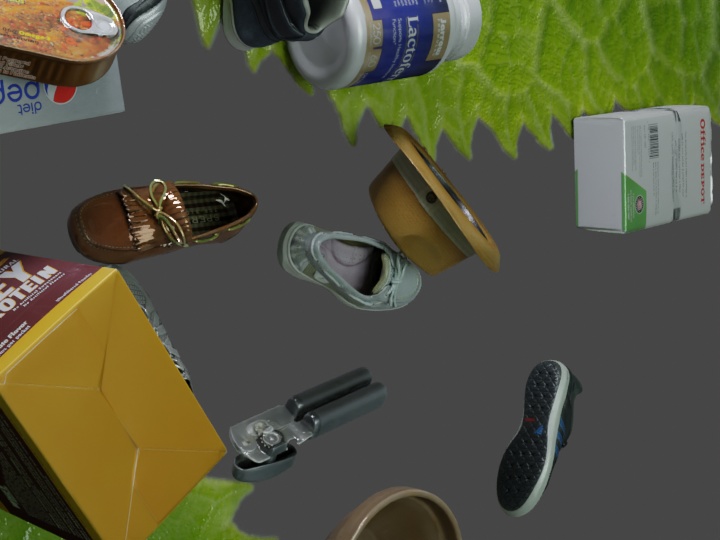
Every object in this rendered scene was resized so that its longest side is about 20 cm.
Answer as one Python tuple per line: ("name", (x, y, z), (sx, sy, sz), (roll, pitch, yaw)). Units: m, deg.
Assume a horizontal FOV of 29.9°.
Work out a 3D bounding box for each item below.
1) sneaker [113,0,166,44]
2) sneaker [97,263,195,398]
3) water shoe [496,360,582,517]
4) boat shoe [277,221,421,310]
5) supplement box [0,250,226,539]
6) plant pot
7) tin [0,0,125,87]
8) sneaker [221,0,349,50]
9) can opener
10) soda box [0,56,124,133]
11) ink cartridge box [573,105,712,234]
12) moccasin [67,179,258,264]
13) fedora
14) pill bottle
("sneaker", (-0.207, -0.315, 1.202), (0.114, 0.075, 0.203), (29, 78, -44))
("sneaker", (-0.193, 0.080, 1.257), (0.075, 0.081, 0.202), (-41, 121, -32))
("water shoe", (0.233, 0.216, 1.688), (0.079, 0.071, 0.203), (30, 75, -43))
("boat shoe", (0.000, -0.002, 1.443), (0.201, 0.064, 0.075), (25, 78, -43))
("supplement box", (-0.254, 0.106, 1.119), (0.133, 0.198, 0.199), (-45, 123, -30))
("plant pot", (0.015, 0.332, 1.478), (0.199, 0.092, 0.204), (-7, 99, -44))
("tin", (-0.292, -0.209, 1.102), (0.197, 0.042, 0.113), (10, 52, -26))
("sneaker", (-0.072, -0.317, 1.286), (0.076, 0.145, 0.206), (-11, 101, -40))
("can opener", (-0.058, 0.165, 1.430), (0.198, 0.053, 0.067), (-20, 140, -41))
("soda box", (-0.300, -0.152, 1.140), (0.198, 0.063, 0.069), (-18, 107, -41))
("ink cartridge box", (0.373, -0.136, 1.771), (0.198, 0.084, 0.149), (-12, 103, -43))
("moccasin", (-0.179, -0.048, 1.248), (0.200, 0.077, 0.075), (-2, 72, -43))
("fedora", (0.069, -0.063, 1.460), (0.082, 0.201, 0.201), (-38, 128, 10))
("pill bottle", (0.028, -0.257, 1.407), (0.198, 0.115, 0.118), (-17, 106, -41))
